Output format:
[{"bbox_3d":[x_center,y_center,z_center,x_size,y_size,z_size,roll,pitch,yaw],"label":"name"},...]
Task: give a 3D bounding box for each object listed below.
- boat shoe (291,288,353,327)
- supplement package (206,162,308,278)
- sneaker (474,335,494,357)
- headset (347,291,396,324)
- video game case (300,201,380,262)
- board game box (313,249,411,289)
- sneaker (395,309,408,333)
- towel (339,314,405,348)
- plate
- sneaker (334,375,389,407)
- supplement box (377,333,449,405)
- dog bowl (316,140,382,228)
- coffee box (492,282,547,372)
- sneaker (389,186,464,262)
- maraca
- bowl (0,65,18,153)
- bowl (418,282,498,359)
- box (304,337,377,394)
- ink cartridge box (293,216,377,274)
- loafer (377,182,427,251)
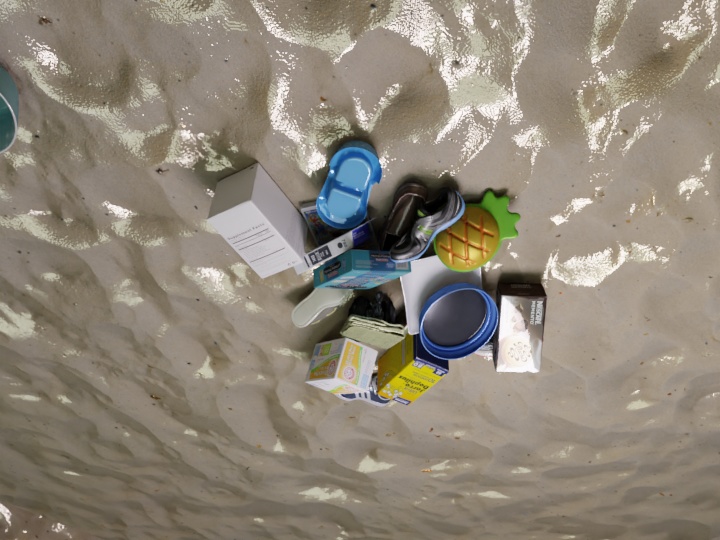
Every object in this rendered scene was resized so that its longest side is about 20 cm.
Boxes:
[{"bbox_3d":[-0.084,0.070,1.717,0.200,0.073,0.060,-37,166,20],"label":"boat shoe"},{"bbox_3d":[-0.217,-0.104,1.494,0.118,0.123,0.201,-19,132,23],"label":"supplement package"},{"bbox_3d":[0.367,0.164,1.782,0.195,0.081,0.076,-14,116,10],"label":"sneaker"},{"bbox_3d":[0.032,0.116,1.732,0.120,0.096,0.201,8,148,-5],"label":"headset"},{"bbox_3d":[-0.038,-0.086,1.579,0.140,0.018,0.202,-10,135,14],"label":"video game case"},{"bbox_3d":[0.000,0.000,1.557,0.148,0.048,0.199,2,167,-29],"label":"board game box"},{"bbox_3d":[0.159,0.123,1.748,0.089,0.068,0.201,27,128,-18],"label":"sneaker"},{"bbox_3d":[0.028,0.148,1.694,0.145,0.037,0.200,15,162,-5],"label":"towel"},{"bbox_3d":[0.192,0.040,1.639,0.195,0.033,0.204,-14,122,-5],"label":"plate"},{"bbox_3d":[0.017,0.328,1.973,0.196,0.071,0.109,18,141,-24],"label":"sneaker"},{"bbox_3d":[0.139,0.258,1.863,0.107,0.111,0.200,23,134,-20],"label":"supplement box"},{"bbox_3d":[-0.023,-0.181,1.440,0.109,0.050,0.202,17,128,-8],"label":"dog bowl"},{"bbox_3d":[0.385,0.139,1.686,0.110,0.080,0.205,2,110,3],"label":"coffee box"},{"bbox_3d":[0.131,-0.099,1.461,0.199,0.071,0.083,-43,128,3],"label":"sneaker"},{"bbox_3d":[0.250,-0.082,1.500,0.198,0.107,0.138,-34,95,16],"label":"maraca"},{"bbox_3d":[-0.729,-0.328,1.303,0.195,0.107,0.204,2,137,2],"label":"bowl"},{"bbox_3d":[0.230,0.120,1.653,0.195,0.040,0.205,-7,121,-11],"label":"bowl"},{"bbox_3d":[-0.053,0.253,1.815,0.100,0.115,0.199,24,159,-21],"label":"box"},{"bbox_3d":[-0.051,-0.054,1.528,0.197,0.099,0.040,-26,93,28],"label":"ink cartridge box"},{"bbox_3d":[0.094,-0.103,1.512,0.071,0.072,0.202,13,136,-11],"label":"loafer"}]
